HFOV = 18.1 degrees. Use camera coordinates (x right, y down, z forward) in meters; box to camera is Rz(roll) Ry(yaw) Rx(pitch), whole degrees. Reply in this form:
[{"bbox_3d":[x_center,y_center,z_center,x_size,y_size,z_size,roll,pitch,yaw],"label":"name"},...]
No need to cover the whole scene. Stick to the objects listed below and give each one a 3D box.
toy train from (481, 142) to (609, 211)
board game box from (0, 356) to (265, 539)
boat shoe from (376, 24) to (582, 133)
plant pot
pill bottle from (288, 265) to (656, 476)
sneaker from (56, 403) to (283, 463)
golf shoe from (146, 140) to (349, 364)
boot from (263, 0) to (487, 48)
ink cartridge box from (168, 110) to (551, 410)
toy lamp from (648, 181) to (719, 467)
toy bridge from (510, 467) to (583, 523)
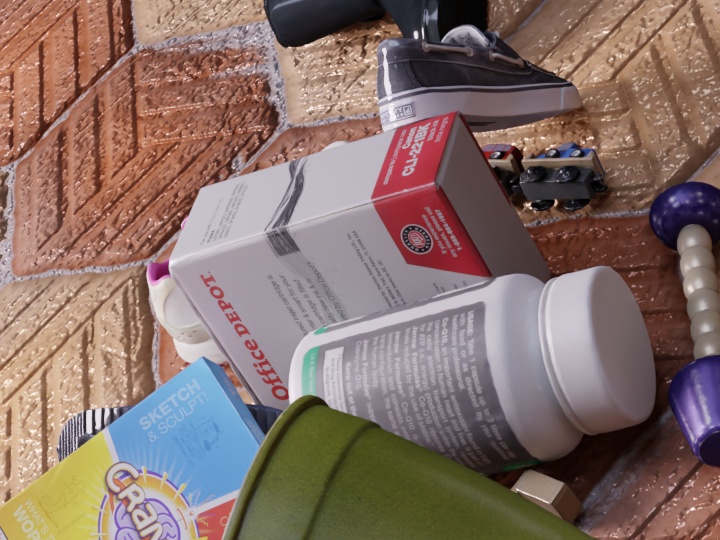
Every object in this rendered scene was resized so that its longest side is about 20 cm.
[{"bbox_3d":[0.090,-0.065,1.542,0.199,0.034,0.046,3,40,42],"label":"toy train"},{"bbox_3d":[-0.132,0.173,1.396,0.200,0.040,0.153,-37,69,4],"label":"board game box"},{"bbox_3d":[0.078,-0.129,1.495,0.072,0.200,0.068,-13,86,41],"label":"boat shoe"},{"bbox_3d":[0.039,0.185,1.179,0.192,0.201,0.201,13,55,15],"label":"plant pot"},{"bbox_3d":[0.067,0.067,1.352,0.199,0.113,0.113,-16,42,26],"label":"pill bottle"},{"bbox_3d":[-0.091,0.119,1.468,0.199,0.082,0.071,7,87,18],"label":"sneaker"},{"bbox_3d":[-0.069,-0.027,1.581,0.075,0.092,0.200,18,61,49],"label":"golf shoe"},{"bbox_3d":[0.009,-0.196,1.703,0.167,0.077,0.201,-16,35,21],"label":"boot"},{"bbox_3d":[0.000,0.000,1.445,0.199,0.145,0.084,-15,33,26],"label":"ink cartridge box"},{"bbox_3d":[0.203,0.032,1.328,0.058,0.058,0.200,-23,38,18],"label":"toy lamp"},{"bbox_3d":[0.050,0.194,1.303,0.067,0.027,0.200,17,64,48],"label":"toy bridge"}]
